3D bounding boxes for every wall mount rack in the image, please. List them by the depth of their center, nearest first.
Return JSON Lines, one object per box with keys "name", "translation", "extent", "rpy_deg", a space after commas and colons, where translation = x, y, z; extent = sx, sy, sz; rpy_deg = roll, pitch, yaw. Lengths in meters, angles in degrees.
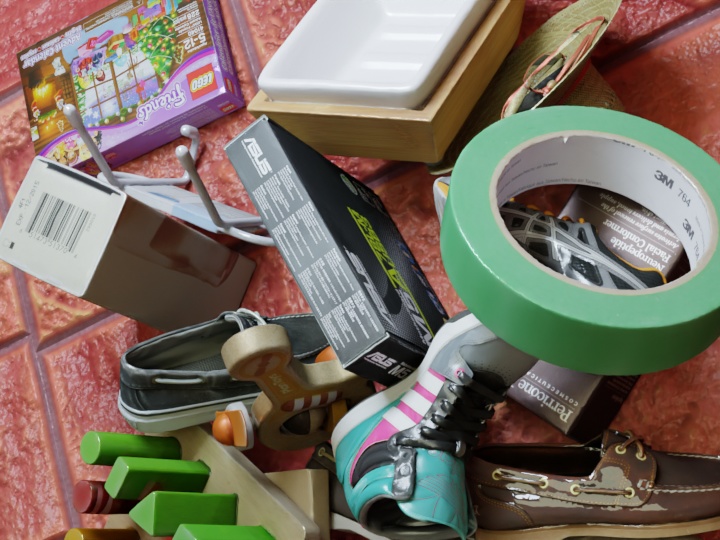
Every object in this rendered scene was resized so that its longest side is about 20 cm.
{"name": "wall mount rack", "translation": [-0.144, -0.079, 1.205], "extent": [0.200, 0.174, 0.075], "rpy_deg": [20, 102, 29]}

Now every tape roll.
{"name": "tape roll", "translation": [0.153, -0.024, 0.970], "extent": [0.200, 0.048, 0.201], "rpy_deg": [4, 46, -4]}

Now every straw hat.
{"name": "straw hat", "translation": [0.148, -0.114, 1.116], "extent": [0.085, 0.201, 0.201], "rpy_deg": [42, 98, -13]}

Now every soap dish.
{"name": "soap dish", "translation": [0.028, -0.165, 1.154], "extent": [0.157, 0.081, 0.200], "rpy_deg": [6, 44, 30]}

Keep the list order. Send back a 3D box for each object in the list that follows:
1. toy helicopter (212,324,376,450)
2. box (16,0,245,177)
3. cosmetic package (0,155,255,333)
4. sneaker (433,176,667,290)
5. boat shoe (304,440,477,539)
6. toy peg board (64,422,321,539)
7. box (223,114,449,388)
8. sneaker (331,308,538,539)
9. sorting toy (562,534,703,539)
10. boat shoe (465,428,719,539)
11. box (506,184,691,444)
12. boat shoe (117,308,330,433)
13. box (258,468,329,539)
{"name": "toy helicopter", "translation": [-0.058, 0.086, 1.059], "extent": [0.132, 0.200, 0.079], "rpy_deg": [-22, 64, 6]}
{"name": "box", "translation": [-0.209, -0.172, 1.340], "extent": [0.200, 0.039, 0.137], "rpy_deg": [-23, 68, 19]}
{"name": "cosmetic package", "translation": [-0.182, -0.010, 1.191], "extent": [0.103, 0.200, 0.087], "rpy_deg": [22, 85, 28]}
{"name": "sneaker", "translation": [0.127, -0.009, 1.040], "extent": [0.077, 0.078, 0.200], "rpy_deg": [-37, 56, -17]}
{"name": "boat shoe", "translation": [0.039, 0.179, 1.106], "extent": [0.200, 0.072, 0.060], "rpy_deg": [15, 86, 34]}
{"name": "toy peg board", "translation": [-0.159, 0.225, 1.128], "extent": [0.200, 0.098, 0.200], "rpy_deg": [36, 106, 42]}
{"name": "box", "translation": [0.000, 0.000, 1.103], "extent": [0.047, 0.193, 0.200], "rpy_deg": [-35, 63, 11]}
{"name": "sneaker", "translation": [0.058, 0.112, 0.983], "extent": [0.200, 0.084, 0.121], "rpy_deg": [-44, 37, 30]}
{"name": "sorting toy", "translation": [0.144, 0.216, 0.960], "extent": [0.199, 0.185, 0.037], "rpy_deg": [-13, 104, -9]}
{"name": "boat shoe", "translation": [0.168, 0.143, 1.014], "extent": [0.199, 0.070, 0.071], "rpy_deg": [-7, 100, 10]}
{"name": "box", "translation": [0.173, 0.016, 1.084], "extent": [0.100, 0.075, 0.200], "rpy_deg": [32, 93, 29]}
{"name": "boat shoe", "translation": [-0.089, 0.066, 1.146], "extent": [0.200, 0.071, 0.072], "rpy_deg": [-19, 48, -21]}
{"name": "box", "translation": [-0.084, 0.255, 1.137], "extent": [0.163, 0.021, 0.201], "rpy_deg": [-13, 73, 43]}
